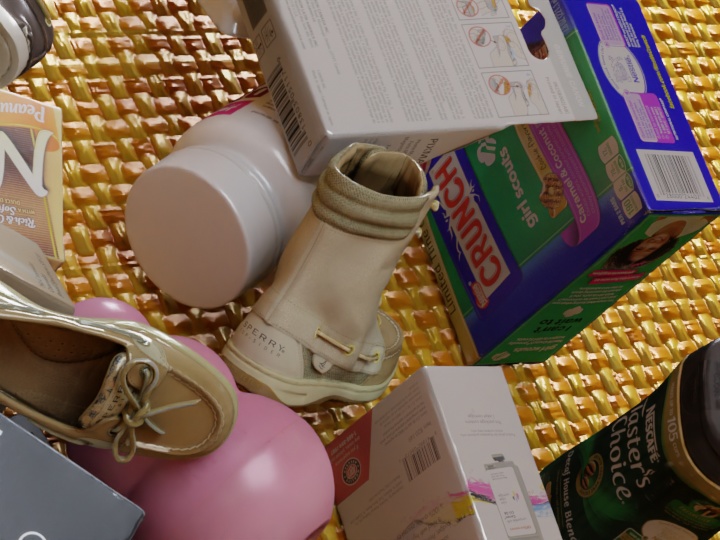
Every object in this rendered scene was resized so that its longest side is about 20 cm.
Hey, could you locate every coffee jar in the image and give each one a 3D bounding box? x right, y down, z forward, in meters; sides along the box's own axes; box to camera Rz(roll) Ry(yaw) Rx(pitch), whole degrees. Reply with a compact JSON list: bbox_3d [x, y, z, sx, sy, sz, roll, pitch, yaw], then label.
[{"bbox_3d":[0.194,0.127,1.817,0.085,0.200,0.105,25,46,-23],"label":"coffee jar"}]

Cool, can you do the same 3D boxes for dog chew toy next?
[{"bbox_3d":[-0.110,0.095,1.653,0.200,0.125,0.124,45,41,8],"label":"dog chew toy"}]

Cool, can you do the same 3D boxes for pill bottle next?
[{"bbox_3d":[-0.051,-0.058,1.817,0.113,0.113,0.200,51,41,3],"label":"pill bottle"}]

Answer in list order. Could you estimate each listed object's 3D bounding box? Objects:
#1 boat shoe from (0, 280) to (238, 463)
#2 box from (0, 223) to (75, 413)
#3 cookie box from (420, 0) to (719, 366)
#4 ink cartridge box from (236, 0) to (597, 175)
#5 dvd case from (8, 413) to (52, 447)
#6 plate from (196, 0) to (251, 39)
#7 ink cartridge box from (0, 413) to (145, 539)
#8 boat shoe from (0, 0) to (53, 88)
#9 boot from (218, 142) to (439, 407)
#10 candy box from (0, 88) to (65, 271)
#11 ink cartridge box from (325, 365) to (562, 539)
[{"bbox_3d":[-0.158,0.057,1.544,0.199,0.073,0.063,20,12,-15],"label":"boat shoe"},{"bbox_3d":[-0.265,-0.010,1.583,0.200,0.078,0.095,31,11,-33],"label":"box"},{"bbox_3d":[0.125,-0.057,1.899,0.075,0.200,0.172,1,58,-38],"label":"cookie box"},{"bbox_3d":[0.030,-0.142,1.808,0.199,0.057,0.163,-2,60,-34],"label":"ink cartridge box"},{"bbox_3d":[-0.185,0.186,1.587,0.150,0.025,0.200,-25,79,-47],"label":"dvd case"},{"bbox_3d":[-0.025,-0.190,1.908,0.199,0.032,0.200,8,23,-25],"label":"plate"},{"bbox_3d":[-0.240,0.154,1.502,0.200,0.043,0.198,34,64,-11],"label":"ink cartridge box"},{"bbox_3d":[-0.265,-0.203,1.782,0.200,0.072,0.060,51,35,-3],"label":"boat shoe"},{"bbox_3d":[0.000,0.000,1.757,0.072,0.155,0.200,32,15,19],"label":"boot"},{"bbox_3d":[-0.270,-0.064,1.681,0.200,0.055,0.116,18,49,-30],"label":"candy box"},{"bbox_3d":[0.059,0.171,1.734,0.067,0.116,0.201,3,59,-39],"label":"ink cartridge box"}]
